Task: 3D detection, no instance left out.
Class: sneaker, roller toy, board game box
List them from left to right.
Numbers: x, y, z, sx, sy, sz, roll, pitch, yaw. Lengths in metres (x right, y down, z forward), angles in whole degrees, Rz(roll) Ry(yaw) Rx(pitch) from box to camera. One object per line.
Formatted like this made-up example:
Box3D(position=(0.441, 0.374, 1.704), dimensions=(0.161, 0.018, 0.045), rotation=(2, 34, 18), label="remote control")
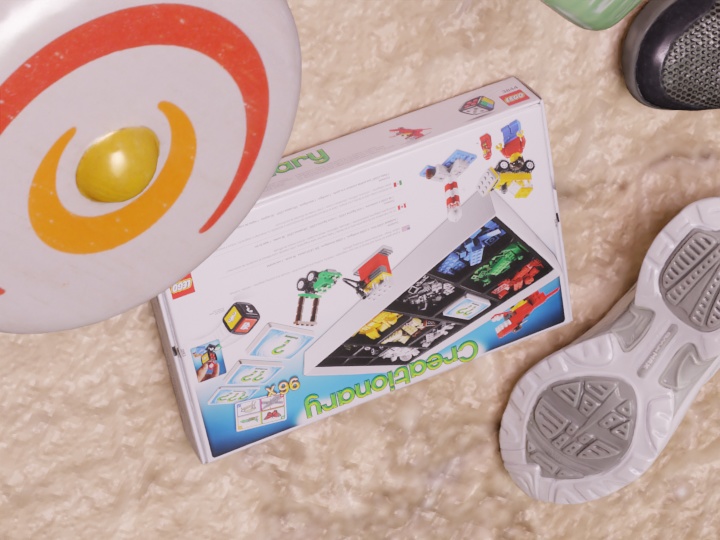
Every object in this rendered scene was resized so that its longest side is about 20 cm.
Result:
Box3D(position=(-0.121, -0.072, 0.811), dimensions=(0.182, 0.140, 0.201), rotation=(-18, 138, -30), label="roller toy")
Box3D(position=(0.000, 0.000, 0.993), dimensions=(0.199, 0.035, 0.127), rotation=(-20, 123, -14), label="board game box")
Box3D(position=(0.152, 0.042, 1.062), dimensions=(0.200, 0.078, 0.099), rotation=(-48, 168, 26), label="sneaker")
Box3D(position=(0.228, -0.107, 0.998), dimensions=(0.198, 0.114, 0.077), rotation=(-8, 117, -19), label="sneaker")

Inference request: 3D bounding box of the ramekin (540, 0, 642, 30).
Box3D(position=(0.062, -0.187, 0.833), dimensions=(0.200, 0.200, 0.098), rotation=(34, 106, -34), label="ramekin")
